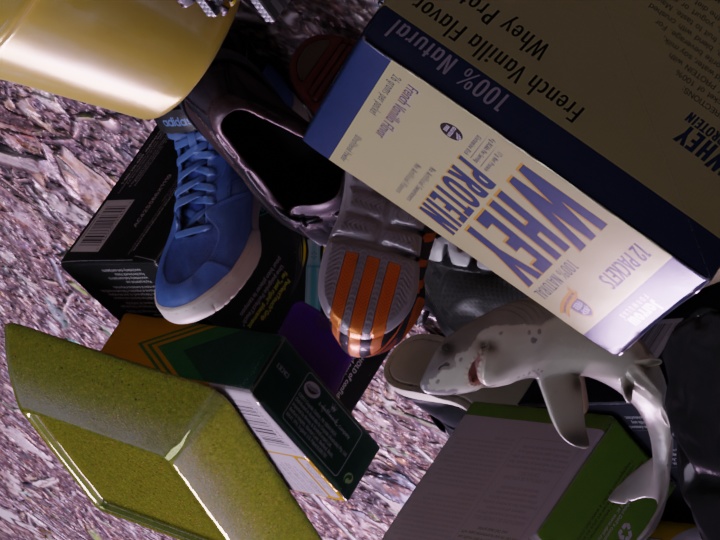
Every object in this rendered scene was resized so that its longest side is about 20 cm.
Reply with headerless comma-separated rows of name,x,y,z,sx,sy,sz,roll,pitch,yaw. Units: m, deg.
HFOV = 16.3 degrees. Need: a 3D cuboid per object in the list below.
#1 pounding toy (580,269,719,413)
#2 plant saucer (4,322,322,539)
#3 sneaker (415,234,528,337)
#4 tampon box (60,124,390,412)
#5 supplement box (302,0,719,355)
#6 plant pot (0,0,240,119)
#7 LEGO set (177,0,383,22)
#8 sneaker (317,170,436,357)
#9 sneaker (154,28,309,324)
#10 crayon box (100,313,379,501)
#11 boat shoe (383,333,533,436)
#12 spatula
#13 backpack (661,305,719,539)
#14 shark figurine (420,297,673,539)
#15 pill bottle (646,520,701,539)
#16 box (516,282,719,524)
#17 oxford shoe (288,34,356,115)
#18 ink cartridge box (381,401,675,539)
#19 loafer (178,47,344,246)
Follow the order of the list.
pounding toy,0.131,-0.039,1.425,0.184,0.142,0.200,39,158,-10
plant saucer,-0.148,0.132,1.757,0.200,0.048,0.200,16,151,33
sneaker,0.105,0.025,1.654,0.200,0.066,0.091,20,109,40
tampon box,-0.079,0.002,1.798,0.126,0.150,0.200,1,141,52
supplement box,0.116,-0.105,1.230,0.200,0.200,0.134,34,158,-1
plant pot,-0.179,-0.190,1.516,0.189,0.201,0.201,26,163,-25
LEGO set,-0.046,-0.203,1.368,0.200,0.116,0.154,16,152,38
sneaker,0.018,-0.041,1.520,0.077,0.200,0.112,19,165,5
sneaker,-0.105,-0.069,1.628,0.077,0.200,0.111,-4,138,37
crayon box,-0.098,0.091,1.742,0.200,0.052,0.126,6,145,44
boat shoe,0.103,0.104,1.855,0.199,0.075,0.066,13,152,43
spatula,0.000,0.000,1.689,0.056,0.200,0.021,35,-159,11
backpack,0.269,0.071,1.404,0.127,0.200,0.167,7,108,57
shark figurine,0.123,0.052,1.408,0.214,0.128,0.089,37,177,-39
pill bottle,0.199,0.218,1.623,0.111,0.111,0.200,46,156,-26
box,0.238,0.103,1.620,0.182,0.104,0.200,44,157,-21
oxford shoe,0.034,-0.073,1.595,0.200,0.070,0.075,38,165,-4
ink cartridge box,0.084,0.186,1.602,0.076,0.200,0.148,47,156,-26
loafer,-0.039,-0.060,1.581,0.200,0.072,0.063,40,-169,-35
